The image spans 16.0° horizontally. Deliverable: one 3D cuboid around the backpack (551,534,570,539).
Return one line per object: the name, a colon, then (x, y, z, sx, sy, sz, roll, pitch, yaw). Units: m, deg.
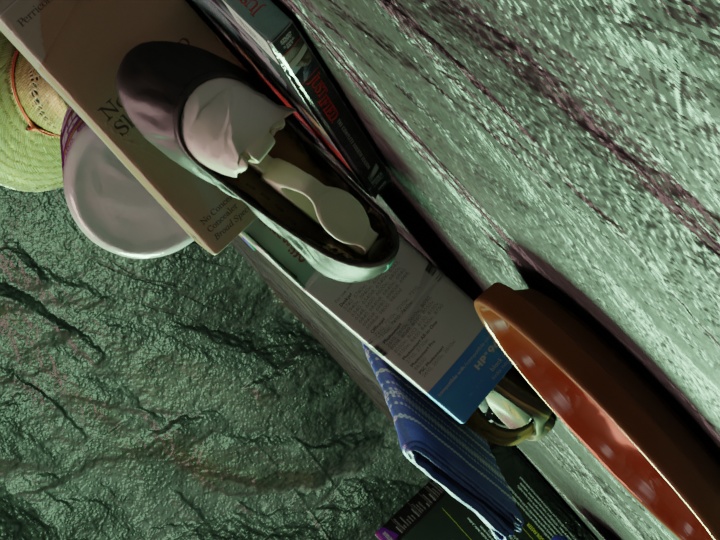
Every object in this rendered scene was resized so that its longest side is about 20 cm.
backpack: (0.214, 0.341, 2.245, 0.200, 0.163, 0.168, 35, -172, -14)

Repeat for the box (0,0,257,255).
box: (-0.127, -0.115, 1.519, 0.200, 0.095, 0.078, 47, 176, -24)

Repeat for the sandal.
sandal: (0.093, 0.092, 1.787, 0.080, 0.054, 0.200, 46, 176, 17)

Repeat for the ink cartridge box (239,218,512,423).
ink cartridge box: (0.000, 0.000, 1.624, 0.200, 0.068, 0.116, 41, 179, -33)

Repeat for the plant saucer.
plant saucer: (0.139, 0.080, 1.370, 0.200, 0.032, 0.200, 46, 175, 5)

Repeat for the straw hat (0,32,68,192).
straw hat: (-0.220, -0.143, 1.972, 0.085, 0.201, 0.201, 23, 159, 45)

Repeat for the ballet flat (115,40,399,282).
ballet flat: (-0.050, -0.065, 1.470, 0.200, 0.068, 0.068, 37, 170, -22)

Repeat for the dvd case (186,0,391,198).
dvd case: (-0.059, -0.131, 1.464, 0.146, 0.022, 0.200, 45, 177, 29)

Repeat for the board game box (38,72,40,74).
board game box: (-0.198, -0.195, 1.679, 0.103, 0.105, 0.200, 43, 175, 38)

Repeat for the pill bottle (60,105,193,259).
pill bottle: (-0.161, -0.086, 1.844, 0.112, 0.112, 0.200, 48, -176, -17)

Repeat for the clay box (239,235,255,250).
clay box: (-0.153, -0.108, 2.435, 0.115, 0.048, 0.200, 44, 176, 32)

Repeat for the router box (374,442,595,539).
router box: (0.133, 0.265, 2.363, 0.200, 0.149, 0.051, 49, 175, -20)

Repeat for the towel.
towel: (0.041, 0.088, 1.775, 0.145, 0.024, 0.200, 41, -163, -42)

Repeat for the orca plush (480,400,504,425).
orca plush: (0.064, 0.101, 2.044, 0.105, 0.071, 0.200, 46, 176, 7)
